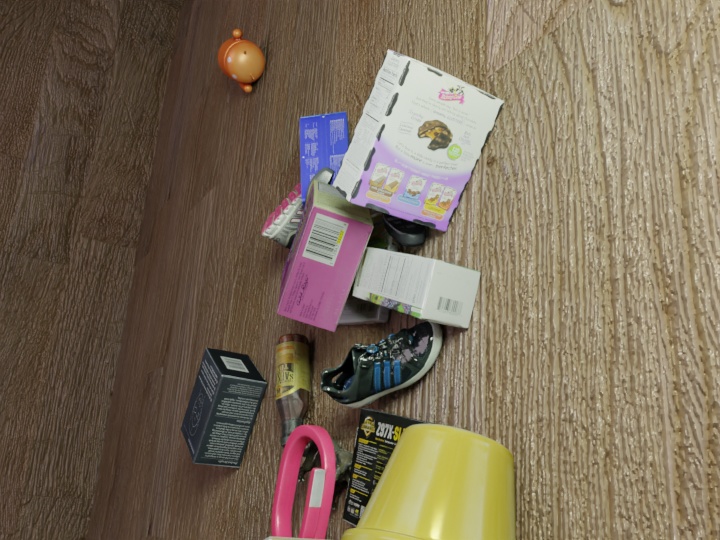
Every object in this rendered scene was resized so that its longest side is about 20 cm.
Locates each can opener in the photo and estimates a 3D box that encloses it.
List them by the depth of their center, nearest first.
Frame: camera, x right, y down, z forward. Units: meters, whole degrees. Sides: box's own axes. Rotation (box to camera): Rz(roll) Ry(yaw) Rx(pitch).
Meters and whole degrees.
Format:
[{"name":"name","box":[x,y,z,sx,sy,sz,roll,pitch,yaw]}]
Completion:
[{"name":"can opener","box":[-0.024,-0.193,1.226,0.201,0.066,0.053,-56,-3,-2]}]

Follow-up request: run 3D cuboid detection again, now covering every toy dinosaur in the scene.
[{"name":"toy dinosaur","box":[-0.055,0.308,1.113,0.103,0.077,0.200,-62,24,0]}]

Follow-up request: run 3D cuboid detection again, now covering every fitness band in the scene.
[{"name":"fitness band","box":[-0.087,0.334,1.049,0.143,0.037,0.202,1,79,65]}]

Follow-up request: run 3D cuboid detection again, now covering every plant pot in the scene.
[{"name":"plant pot","box":[0.085,0.276,0.745,0.200,0.200,0.190,-27,39,54]}]

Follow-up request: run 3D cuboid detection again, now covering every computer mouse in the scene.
[{"name":"computer mouse","box":[0.045,-0.097,1.100,0.201,0.058,0.034,-120,28,-44]}]

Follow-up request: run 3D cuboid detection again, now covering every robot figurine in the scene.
[{"name":"robot figurine","box":[-0.335,-0.591,1.971,0.145,0.116,0.200,-62,31,10]}]

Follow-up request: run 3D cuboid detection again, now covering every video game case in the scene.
[{"name":"video game case","box":[0.000,0.000,1.188,0.199,0.023,0.184,-11,68,60]}]

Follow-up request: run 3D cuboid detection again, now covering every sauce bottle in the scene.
[{"name":"sauce bottle","box":[-0.122,0.216,1.265,0.066,0.065,0.202,-42,43,46]}]

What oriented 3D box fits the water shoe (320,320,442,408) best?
[{"name":"water shoe","box":[0.027,0.131,0.984,0.200,0.079,0.072,-40,42,25]}]

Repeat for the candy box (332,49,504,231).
[{"name":"candy box","box":[0.079,-0.175,0.969,0.202,0.166,0.072,-66,32,15]}]

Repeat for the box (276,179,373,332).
[{"name":"box","box":[-0.058,-0.031,1.117,0.200,0.096,0.177,-98,27,-72]}]

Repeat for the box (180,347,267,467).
[{"name":"box","box":[-0.295,0.292,1.501,0.148,0.106,0.202,35,108,60]}]

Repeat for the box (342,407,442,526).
[{"name":"box","box":[0.052,0.276,0.937,0.199,0.049,0.161,-9,67,60]}]

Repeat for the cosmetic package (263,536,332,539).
[{"name":"cosmetic package","box":[-0.050,0.396,0.906,0.105,0.198,0.072,-45,41,44]}]

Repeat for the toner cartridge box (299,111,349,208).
[{"name":"toner cartridge box","box":[-0.064,-0.205,1.319,0.043,0.094,0.202,79,-174,-59]}]

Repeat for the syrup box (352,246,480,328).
[{"name":"syrup box","box":[0.072,0.020,0.986,0.199,0.078,0.082,12,88,62]}]

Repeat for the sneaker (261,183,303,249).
[{"name":"sneaker","box":[-0.102,-0.119,1.383,0.200,0.087,0.074,-45,25,8]}]
